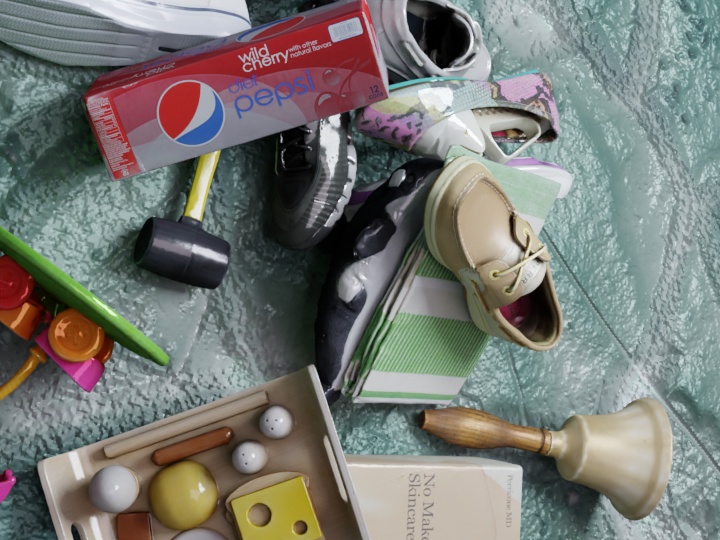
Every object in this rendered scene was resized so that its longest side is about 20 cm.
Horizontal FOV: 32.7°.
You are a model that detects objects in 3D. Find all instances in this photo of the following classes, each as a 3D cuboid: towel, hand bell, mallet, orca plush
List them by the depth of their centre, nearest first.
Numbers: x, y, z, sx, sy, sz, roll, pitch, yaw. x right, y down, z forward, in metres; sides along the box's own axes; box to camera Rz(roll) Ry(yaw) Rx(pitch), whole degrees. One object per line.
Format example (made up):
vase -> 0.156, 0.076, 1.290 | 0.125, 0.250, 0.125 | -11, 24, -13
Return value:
mallet -> -0.103, -0.082, 0.905 | 0.066, 0.041, 0.200 | 27, 71, -23
orca plush -> 0.000, 0.000, 0.918 | 0.105, 0.071, 0.200 | -6, 121, -49
towel -> 0.070, 0.011, 0.928 | 0.152, 0.023, 0.200 | 11, 106, -53
hand bell -> 0.143, 0.141, 1.008 | 0.200, 0.104, 0.104 | 11, 82, -16

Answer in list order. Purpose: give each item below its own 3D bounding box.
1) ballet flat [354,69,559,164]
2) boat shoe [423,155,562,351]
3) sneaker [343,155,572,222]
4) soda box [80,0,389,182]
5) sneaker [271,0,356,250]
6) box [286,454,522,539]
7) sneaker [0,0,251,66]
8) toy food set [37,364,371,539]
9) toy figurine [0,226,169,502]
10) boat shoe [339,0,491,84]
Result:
ballet flat -> 0.086, -0.111, 0.937 | 0.200, 0.069, 0.071 | -13, 71, -41
boat shoe -> 0.104, -0.007, 0.877 | 0.074, 0.066, 0.200 | -51, 144, -11
sneaker -> 0.081, -0.038, 0.988 | 0.200, 0.075, 0.100 | -14, 101, -20
soda box -> -0.083, -0.125, 0.836 | 0.200, 0.070, 0.063 | -16, 112, 6
sneaker -> -0.040, -0.116, 0.909 | 0.090, 0.066, 0.200 | 35, 66, -50
box -> 0.019, 0.187, 0.929 | 0.200, 0.078, 0.095 | 4, 85, -28
sneaker -> -0.172, -0.187, 0.862 | 0.200, 0.073, 0.071 | 6, 61, -29
toy food set -> -0.102, 0.163, 0.823 | 0.200, 0.060, 0.144 | -19, 84, 2
toy figurine -> -0.256, 0.068, 0.772 | 0.200, 0.150, 0.184 | 37, 79, 1
boat shoe -> 0.060, -0.174, 0.939 | 0.200, 0.066, 0.072 | 15, 78, -56
